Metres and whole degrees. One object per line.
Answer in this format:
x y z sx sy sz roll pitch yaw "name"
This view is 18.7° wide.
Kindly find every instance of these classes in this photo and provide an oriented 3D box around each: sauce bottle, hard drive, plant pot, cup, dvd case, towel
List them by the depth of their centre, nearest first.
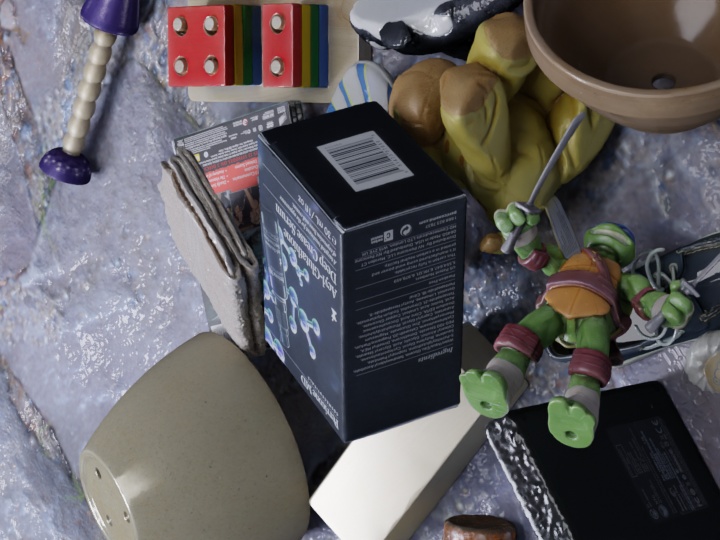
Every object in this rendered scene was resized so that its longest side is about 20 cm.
0.219 -0.166 1.584 0.200 0.200 0.093 36 152 31 "plant pot"
0.187 0.156 1.598 0.033 0.199 0.140 -38 70 35 "hard drive"
0.091 0.302 1.778 0.066 0.066 0.202 10 98 38 "sauce bottle"
-0.121 -0.012 1.805 0.133 0.034 0.200 59 169 20 "towel"
-0.156 0.172 1.874 0.200 0.142 0.201 44 146 39 "cup"
-0.090 -0.033 1.888 0.145 0.022 0.202 -15 83 39 "dvd case"

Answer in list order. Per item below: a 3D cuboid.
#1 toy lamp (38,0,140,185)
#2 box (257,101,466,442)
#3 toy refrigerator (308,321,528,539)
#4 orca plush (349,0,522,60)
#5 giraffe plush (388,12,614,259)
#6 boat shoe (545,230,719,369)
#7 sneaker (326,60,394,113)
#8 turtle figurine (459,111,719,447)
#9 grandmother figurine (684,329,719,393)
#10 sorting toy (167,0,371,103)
-0.249 -0.181 2.024 0.058 0.058 0.201 35 114 32 "toy lamp"
0.000 0.000 1.669 0.149 0.106 0.201 48 148 47 "box"
0.048 0.142 1.800 0.076 0.070 0.201 45 121 19 "toy refrigerator"
0.085 -0.206 1.759 0.199 0.071 0.106 -20 36 29 "orca plush"
0.091 -0.111 1.697 0.162 0.172 0.202 18 123 48 "giraffe plush"
0.224 0.022 1.645 0.199 0.062 0.075 -24 76 38 "boat shoe"
-0.023 -0.073 1.772 0.075 0.105 0.202 10 95 34 "sneaker"
0.154 0.010 1.529 0.144 0.195 0.200 37 146 -12 "turtle figurine"
0.323 0.092 1.574 0.199 0.060 0.122 23 100 33 "grandmother figurine"
-0.088 -0.245 1.877 0.199 0.069 0.201 4 96 40 "sorting toy"
